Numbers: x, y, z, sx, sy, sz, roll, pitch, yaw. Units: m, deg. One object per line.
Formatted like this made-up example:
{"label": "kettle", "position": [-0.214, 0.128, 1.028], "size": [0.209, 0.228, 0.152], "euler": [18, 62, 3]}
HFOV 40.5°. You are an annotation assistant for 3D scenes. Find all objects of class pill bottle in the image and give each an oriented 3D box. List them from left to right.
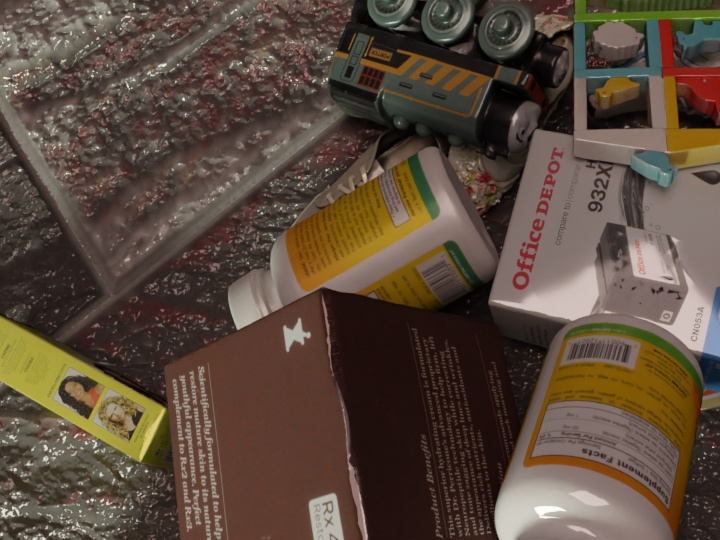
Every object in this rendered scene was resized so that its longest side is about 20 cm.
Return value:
{"label": "pill bottle", "position": [0.000, 0.000, 0.762], "size": [0.198, 0.113, 0.114], "euler": [-30, 68, 12]}
{"label": "pill bottle", "position": [0.149, 0.135, 0.621], "size": [0.109, 0.112, 0.201], "euler": [15, 48, 17]}

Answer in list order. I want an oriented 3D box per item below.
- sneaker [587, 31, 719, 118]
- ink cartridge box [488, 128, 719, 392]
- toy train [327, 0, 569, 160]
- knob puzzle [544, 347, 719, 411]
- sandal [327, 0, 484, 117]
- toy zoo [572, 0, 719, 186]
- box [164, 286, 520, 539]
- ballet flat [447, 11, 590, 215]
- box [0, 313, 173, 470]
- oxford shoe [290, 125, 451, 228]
{"label": "sneaker", "position": [0.285, -0.151, 0.794], "size": [0.196, 0.075, 0.088], "euler": [-17, 75, 7]}
{"label": "ink cartridge box", "position": [0.208, -0.007, 0.722], "size": [0.196, 0.084, 0.148], "euler": [13, 75, 19]}
{"label": "toy train", "position": [0.067, -0.162, 0.785], "size": [0.198, 0.085, 0.116], "euler": [23, 90, 27]}
{"label": "knob puzzle", "position": [0.240, 0.023, 0.768], "size": [0.215, 0.030, 0.224], "euler": [-4, 71, 11]}
{"label": "sandal", "position": [0.040, -0.226, 0.879], "size": [0.079, 0.057, 0.202], "euler": [38, 84, 21]}
{"label": "toy zoo", "position": [0.224, -0.144, 0.731], "size": [0.128, 0.021, 0.203], "euler": [1, 56, 10]}
{"label": "box", "position": [-0.003, 0.128, 0.671], "size": [0.163, 0.198, 0.169], "euler": [-25, 65, 36]}
{"label": "ballet flat", "position": [0.131, -0.133, 0.817], "size": [0.064, 0.075, 0.203], "euler": [9, 70, 60]}
{"label": "box", "position": [-0.238, 0.100, 0.830], "size": [0.197, 0.075, 0.051], "euler": [24, 81, 18]}
{"label": "oxford shoe", "position": [0.000, -0.058, 0.835], "size": [0.199, 0.058, 0.075], "euler": [-41, 72, 0]}
